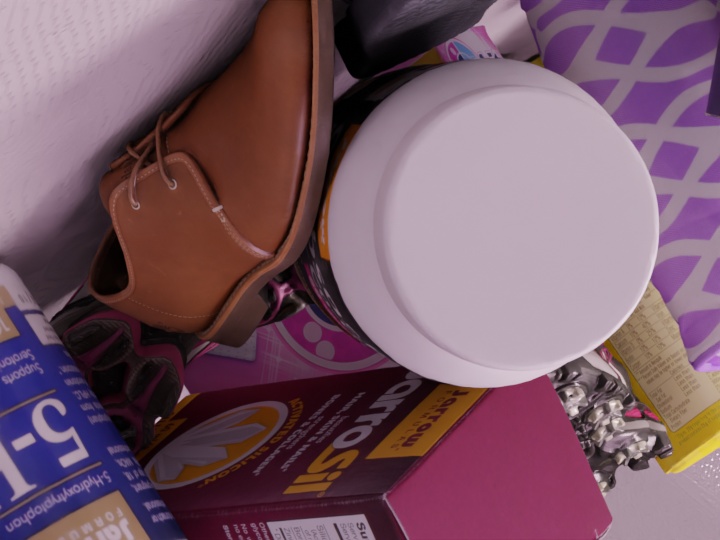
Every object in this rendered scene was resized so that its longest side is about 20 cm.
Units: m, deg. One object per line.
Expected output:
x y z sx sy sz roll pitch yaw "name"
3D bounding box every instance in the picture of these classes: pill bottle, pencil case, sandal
-0.130 0.110 1.095 0.119 0.200 0.120 -33 172 -6 "pill bottle"
0.128 -0.058 1.167 0.084 0.201 0.085 -23 167 6 "pencil case"
0.039 -0.019 1.056 0.116 0.117 0.200 -33 -174 -5 "pill bottle"
0.020 -0.107 1.032 0.076 0.043 0.200 -24 179 -14 "sandal"

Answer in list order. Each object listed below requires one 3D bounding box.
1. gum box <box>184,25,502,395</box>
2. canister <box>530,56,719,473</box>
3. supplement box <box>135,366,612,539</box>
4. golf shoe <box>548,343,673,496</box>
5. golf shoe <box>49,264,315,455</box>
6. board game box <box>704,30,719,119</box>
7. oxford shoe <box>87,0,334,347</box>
0.000 0.000 1.263 0.200 0.114 0.066 -38 171 24 "gum box"
0.145 -0.012 1.447 0.148 0.200 0.087 -23 166 -50 "canister"
-0.016 0.102 1.161 0.199 0.086 0.110 -10 -157 43 "supplement box"
0.079 0.052 1.312 0.077 0.088 0.200 -30 163 7 "golf shoe"
-0.066 -0.004 1.202 0.200 0.073 0.092 -39 -160 12 "golf shoe"
0.204 -0.143 1.126 0.200 0.056 0.166 -16 119 -62 "board game box"
-0.055 -0.035 1.060 0.071 0.072 0.200 9 144 -15 "oxford shoe"
